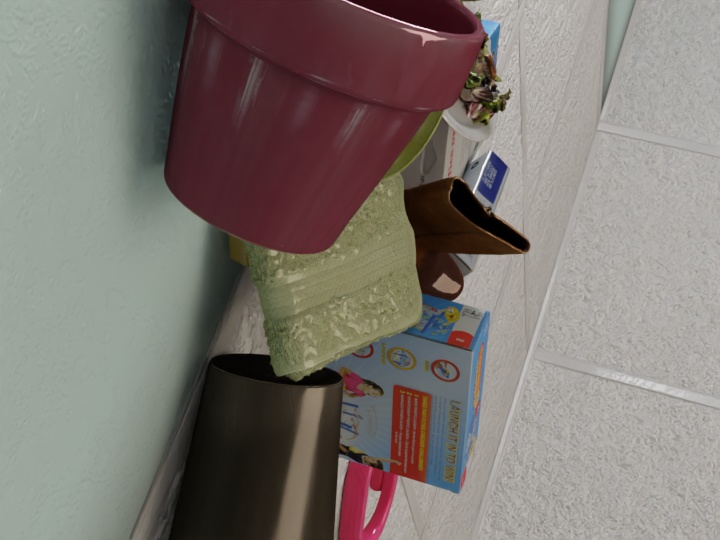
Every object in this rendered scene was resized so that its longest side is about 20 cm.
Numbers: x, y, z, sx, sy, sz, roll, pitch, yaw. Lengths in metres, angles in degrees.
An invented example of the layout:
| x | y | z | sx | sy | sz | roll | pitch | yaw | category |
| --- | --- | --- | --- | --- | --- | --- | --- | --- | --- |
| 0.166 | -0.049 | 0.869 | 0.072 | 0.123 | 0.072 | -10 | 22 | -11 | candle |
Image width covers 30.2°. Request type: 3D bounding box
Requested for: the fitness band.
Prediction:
| x | y | z | sx | sy | sz | roll | pitch | yaw | category |
| --- | --- | --- | --- | --- | --- | --- | --- | --- | --- |
| 0.014 | 0.282 | 1.747 | 0.144 | 0.037 | 0.201 | -52 | 151 | -57 | fitness band |

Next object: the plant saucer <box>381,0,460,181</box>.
| x | y | z | sx | sy | sz | roll | pitch | yaw | category |
| --- | --- | --- | --- | --- | --- | --- | --- | --- | --- |
| 0.017 | -0.172 | 1.081 | 0.200 | 0.031 | 0.201 | -31 | 129 | -47 | plant saucer |

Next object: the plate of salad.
| x | y | z | sx | sy | sz | roll | pitch | yaw | category |
| --- | --- | --- | --- | --- | --- | --- | --- | --- | --- |
| 0.099 | -0.228 | 1.335 | 0.200 | 0.048 | 0.201 | 37 | 45 | -47 | plate of salad |

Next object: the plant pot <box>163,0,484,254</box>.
| x | y | z | sx | sy | sz | roll | pitch | yaw | category |
| --- | --- | --- | --- | --- | --- | --- | --- | --- | --- |
| -0.042 | -0.119 | 0.884 | 0.180 | 0.199 | 0.200 | -64 | 170 | 22 | plant pot |

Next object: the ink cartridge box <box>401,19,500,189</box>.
| x | y | z | sx | sy | sz | roll | pitch | yaw | category |
| --- | --- | --- | --- | --- | --- | --- | --- | --- | --- |
| 0.086 | -0.178 | 1.475 | 0.200 | 0.084 | 0.147 | -56 | 155 | -52 | ink cartridge box |

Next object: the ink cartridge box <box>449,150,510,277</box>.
| x | y | z | sx | sy | sz | roll | pitch | yaw | category |
| --- | --- | --- | --- | --- | --- | --- | --- | --- | --- |
| 0.069 | -0.025 | 1.504 | 0.200 | 0.041 | 0.200 | -36 | -161 | 38 | ink cartridge box |

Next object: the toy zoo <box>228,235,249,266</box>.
| x | y | z | sx | sy | sz | roll | pitch | yaw | category |
| --- | --- | --- | --- | --- | --- | --- | --- | --- | --- |
| -0.050 | -0.085 | 1.090 | 0.200 | 0.020 | 0.132 | -32 | 140 | -46 | toy zoo |

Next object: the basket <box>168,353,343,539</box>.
| x | y | z | sx | sy | sz | roll | pitch | yaw | category |
| --- | --- | --- | --- | --- | --- | --- | --- | --- | --- |
| -0.082 | 0.178 | 1.101 | 0.180 | 0.135 | 0.201 | -3 | 104 | -63 | basket |

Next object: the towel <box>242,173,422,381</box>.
| x | y | z | sx | sy | sz | roll | pitch | yaw | category |
| --- | --- | --- | --- | --- | --- | --- | --- | --- | --- |
| -0.016 | -0.004 | 1.092 | 0.200 | 0.036 | 0.149 | -21 | 100 | -50 | towel |

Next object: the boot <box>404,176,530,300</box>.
| x | y | z | sx | sy | sz | roll | pitch | yaw | category |
| --- | --- | --- | --- | --- | --- | --- | --- | --- | --- |
| 0.086 | -0.028 | 1.262 | 0.188 | 0.199 | 0.069 | 43 | 62 | -29 | boot |

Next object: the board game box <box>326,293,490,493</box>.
| x | y | z | sx | sy | sz | roll | pitch | yaw | category |
| --- | --- | --- | --- | --- | --- | --- | --- | --- | --- |
| 0.016 | 0.102 | 1.259 | 0.056 | 0.195 | 0.201 | -61 | 160 | -44 | board game box |
